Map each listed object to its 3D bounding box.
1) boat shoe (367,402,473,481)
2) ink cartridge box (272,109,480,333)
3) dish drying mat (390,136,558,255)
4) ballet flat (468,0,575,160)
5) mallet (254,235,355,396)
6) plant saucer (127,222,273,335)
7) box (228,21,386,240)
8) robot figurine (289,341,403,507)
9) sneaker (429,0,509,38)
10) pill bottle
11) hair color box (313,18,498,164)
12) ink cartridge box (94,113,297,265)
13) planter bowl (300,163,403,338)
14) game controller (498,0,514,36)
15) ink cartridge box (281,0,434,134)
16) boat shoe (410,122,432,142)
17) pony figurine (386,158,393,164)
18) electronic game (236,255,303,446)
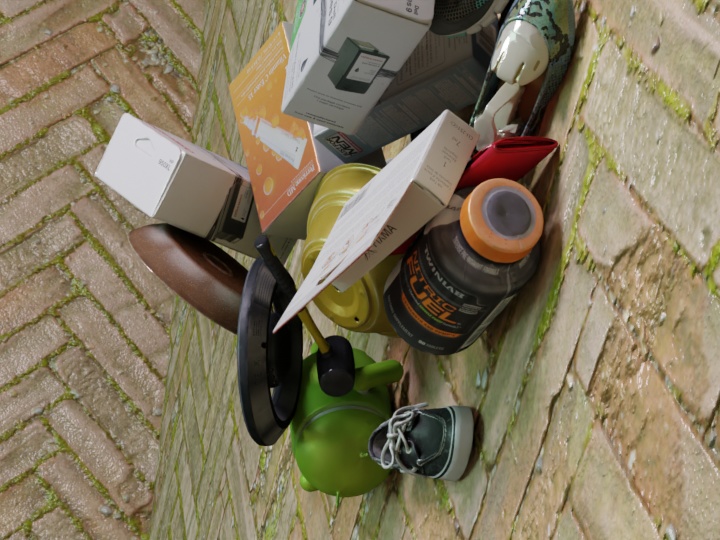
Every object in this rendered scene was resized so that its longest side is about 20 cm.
[{"bbox_3d":[0.055,0.166,1.677,0.199,0.067,0.074,164,114,-74],"label":"boat shoe"},{"bbox_3d":[0.013,-0.032,1.541,0.200,0.045,0.177,-40,17,53],"label":"ink cartridge box"},{"bbox_3d":[0.095,-0.068,1.566,0.200,0.076,0.018,-42,61,48],"label":"dish drying mat"},{"bbox_3d":[0.140,-0.168,1.532,0.075,0.073,0.201,-98,16,-49],"label":"ballet flat"},{"bbox_3d":[-0.058,0.050,1.757,0.066,0.041,0.201,-100,-17,-48],"label":"mallet"},{"bbox_3d":[-0.166,0.005,1.879,0.037,0.200,0.201,-52,20,9],"label":"plant saucer"},{"bbox_3d":[-0.058,-0.150,1.870,0.124,0.097,0.202,-44,51,41],"label":"box"},{"bbox_3d":[-0.021,0.166,1.882,0.201,0.115,0.176,-102,33,-54],"label":"robot figurine"},{"bbox_3d":[0.113,-0.292,1.563,0.200,0.091,0.078,-40,49,37],"label":"sneaker"},{"bbox_3d":[0.097,-0.008,1.542,0.200,0.105,0.107,124,152,-60],"label":"pill bottle"},{"bbox_3d":[0.046,-0.198,1.743,0.199,0.061,0.100,-23,49,29],"label":"hair color box"},{"bbox_3d":[-0.178,-0.089,1.925,0.144,0.199,0.085,32,97,48],"label":"ink cartridge box"},{"bbox_3d":[0.000,0.000,1.731,0.083,0.200,0.201,-36,-17,-36],"label":"planter bowl"},{"bbox_3d":[0.154,-0.257,1.633,0.104,0.042,0.202,96,-179,-80],"label":"game controller"},{"bbox_3d":[0.001,-0.250,1.645,0.200,0.083,0.147,129,152,-55],"label":"ink cartridge box"},{"bbox_3d":[0.089,-0.086,1.703,0.201,0.064,0.072,-101,28,-51],"label":"boat shoe"},{"bbox_3d":[-0.015,-0.081,1.994,0.193,0.165,0.202,177,87,-69],"label":"pony figurine"},{"bbox_3d":[-0.097,0.084,1.798,0.200,0.041,0.202,1,-90,-79],"label":"electronic game"}]
